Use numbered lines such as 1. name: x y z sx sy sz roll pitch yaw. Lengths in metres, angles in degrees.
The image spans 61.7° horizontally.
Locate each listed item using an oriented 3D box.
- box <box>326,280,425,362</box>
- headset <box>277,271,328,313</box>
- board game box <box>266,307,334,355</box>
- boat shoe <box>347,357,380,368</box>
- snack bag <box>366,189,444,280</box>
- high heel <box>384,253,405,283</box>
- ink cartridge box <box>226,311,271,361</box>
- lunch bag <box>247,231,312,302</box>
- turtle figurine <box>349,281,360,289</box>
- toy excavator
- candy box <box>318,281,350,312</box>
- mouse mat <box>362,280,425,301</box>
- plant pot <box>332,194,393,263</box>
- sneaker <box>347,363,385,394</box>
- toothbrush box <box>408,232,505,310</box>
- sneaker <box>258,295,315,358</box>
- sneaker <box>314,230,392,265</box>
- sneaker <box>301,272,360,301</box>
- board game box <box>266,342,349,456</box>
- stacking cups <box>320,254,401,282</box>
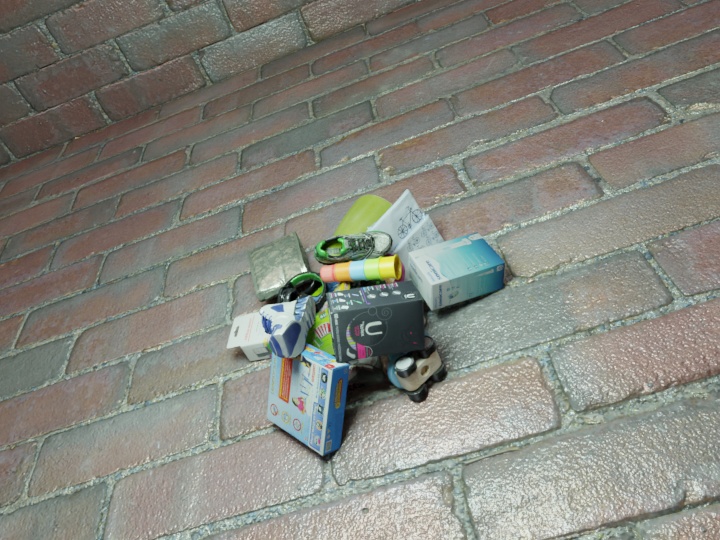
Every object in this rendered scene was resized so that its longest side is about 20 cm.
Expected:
1. box: 0.032 0.108 1.300 0.197 0.124 0.106 -9 23 -6
2. headset: -0.168 0.081 1.538 0.122 0.094 0.201 23 67 31
3. board game box: -0.123 0.174 1.457 0.199 0.102 0.048 -30 2 26
4. boat shoe: -0.024 0.181 1.479 0.073 0.066 0.199 -38 42 -16
5. snack bag: 0.124 -0.088 1.596 0.189 0.201 0.021 -46 26 -24
6. high heel: 0.065 0.029 1.469 0.095 0.068 0.202 0 47 -28
7. ink cartridge box: -0.246 0.169 1.604 0.197 0.068 0.118 -11 42 14
8. lunch bag: -0.226 0.003 1.734 0.162 0.119 0.201 -23 35 1
9. turtle figurine: 0.028 0.099 1.518 0.147 0.102 0.201 16 33 -1
10. toy excavator: 0.116 0.176 1.402 0.194 0.101 0.199 -40 34 -19
11. candy box: -0.087 0.118 1.509 0.201 0.026 0.103 -54 14 25
12. mouse mat: 0.063 0.082 1.457 0.159 0.008 0.200 19 37 17
13. plant pot: -0.002 -0.070 1.616 0.185 0.189 0.200 12 42 36
14. sneaker: -0.037 0.282 1.384 0.198 0.076 0.117 -9 47 34
15. toothbrush box: 0.235 -0.001 1.493 0.197 0.086 0.147 -16 39 -13
16. sneaker: -0.177 0.127 1.335 0.113 0.082 0.200 -7 22 16
17. sneaker: -0.016 -0.053 1.478 0.197 0.085 0.079 -12 85 -3
18. sneaker: -0.078 0.038 1.639 0.199 0.090 0.078 -38 42 -23
19. board game box: -0.120 0.272 1.337 0.194 0.203 0.055 20 19 40
20. stacking cups: 0.000 0.000 1.462 0.197 0.061 0.061 -5 44 25
